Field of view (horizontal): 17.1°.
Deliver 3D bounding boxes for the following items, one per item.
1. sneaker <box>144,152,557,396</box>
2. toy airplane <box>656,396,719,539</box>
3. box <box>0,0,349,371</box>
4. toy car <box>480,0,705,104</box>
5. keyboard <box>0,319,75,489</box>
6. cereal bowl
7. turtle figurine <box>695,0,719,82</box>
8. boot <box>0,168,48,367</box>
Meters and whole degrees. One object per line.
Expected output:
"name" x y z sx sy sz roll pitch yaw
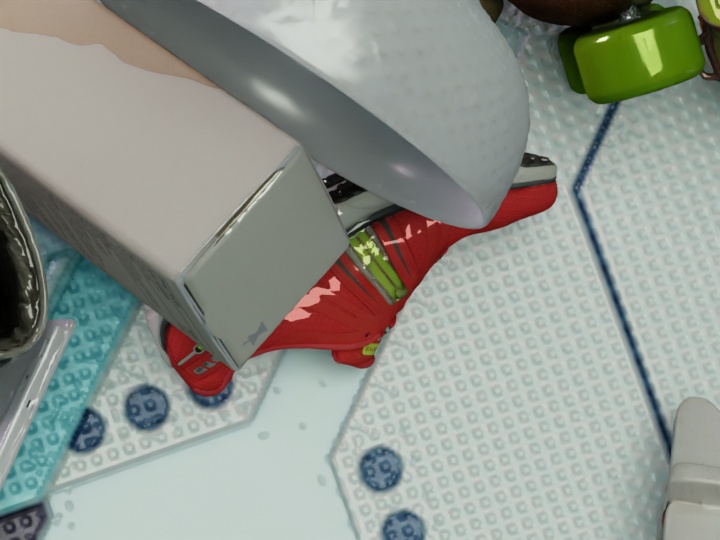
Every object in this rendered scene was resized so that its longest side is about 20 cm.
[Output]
"sneaker" 0.000 0.000 1.094 0.199 0.077 0.085 -20 104 -7
"toy airplane" 0.229 0.121 1.082 0.200 0.141 0.199 -42 51 -4
"box" -0.108 -0.054 1.022 0.200 0.095 0.078 36 76 26
"toy car" 0.033 -0.141 1.080 0.199 0.158 0.165 -17 97 2
"keyboard" -0.177 0.111 1.040 0.011 0.056 0.201 29 74 -22
"cereal bowl" -0.012 -0.103 0.973 0.200 0.200 0.083 33 82 -3
"turtle figurine" 0.180 -0.113 1.100 0.064 0.161 0.200 -39 84 5
"boot" -0.193 -0.029 0.990 0.072 0.200 0.182 -35 88 -11
